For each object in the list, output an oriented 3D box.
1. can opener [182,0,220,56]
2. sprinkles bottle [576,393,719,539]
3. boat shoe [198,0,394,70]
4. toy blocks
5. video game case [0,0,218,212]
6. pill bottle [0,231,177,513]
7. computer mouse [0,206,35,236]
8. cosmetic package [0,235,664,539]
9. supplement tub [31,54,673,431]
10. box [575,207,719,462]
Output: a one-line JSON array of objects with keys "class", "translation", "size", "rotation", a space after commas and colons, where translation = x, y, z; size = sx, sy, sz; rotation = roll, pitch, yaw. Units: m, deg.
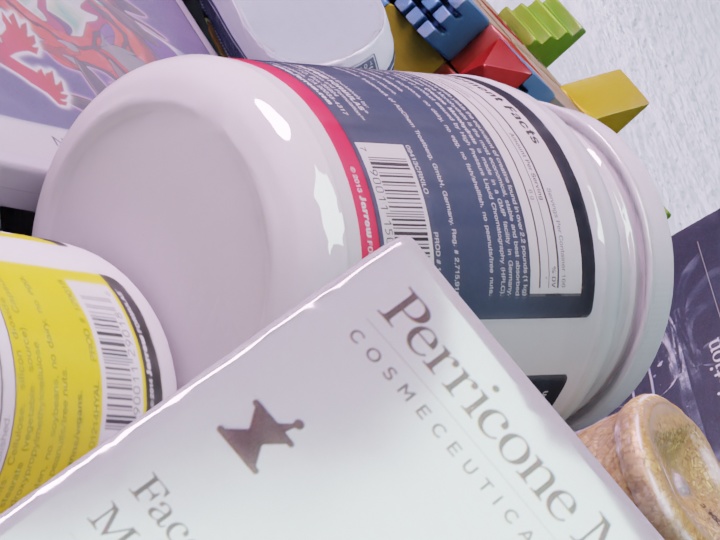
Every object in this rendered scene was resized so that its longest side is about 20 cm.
[{"class": "can opener", "translation": [-0.102, -0.137, 1.251], "size": [0.053, 0.067, 0.200], "rotation": [-68, 136, -67]}, {"class": "sprinkles bottle", "translation": [0.034, 0.115, 1.034], "size": [0.068, 0.200, 0.068], "rotation": [43, 29, -32]}, {"class": "boat shoe", "translation": [-0.035, -0.104, 1.193], "size": [0.200, 0.071, 0.091], "rotation": [-113, -169, -46]}, {"class": "toy blocks", "translation": [0.038, -0.097, 1.306], "size": [0.200, 0.100, 0.137], "rotation": [52, 8, 32]}, {"class": "video game case", "translation": [-0.119, -0.090, 1.099], "size": [0.182, 0.023, 0.200], "rotation": [11, 37, -49]}, {"class": "pill bottle", "translation": [-0.151, 0.037, 0.875], "size": [0.200, 0.111, 0.111], "rotation": [11, 53, -59]}, {"class": "computer mouse", "translation": [-0.070, 0.024, 1.098], "size": [0.200, 0.053, 0.138], "rotation": [50, 30, 2]}, {"class": "cosmetic package", "translation": [-0.032, 0.129, 0.808], "size": [0.200, 0.165, 0.165], "rotation": [-36, 83, -35]}, {"class": "supplement tub", "translation": [0.000, 0.000, 1.020], "size": [0.200, 0.140, 0.140], "rotation": [1, 61, -48]}, {"class": "box", "translation": [0.127, 0.111, 1.241], "size": [0.104, 0.182, 0.200], "rotation": [31, 36, -46]}]
